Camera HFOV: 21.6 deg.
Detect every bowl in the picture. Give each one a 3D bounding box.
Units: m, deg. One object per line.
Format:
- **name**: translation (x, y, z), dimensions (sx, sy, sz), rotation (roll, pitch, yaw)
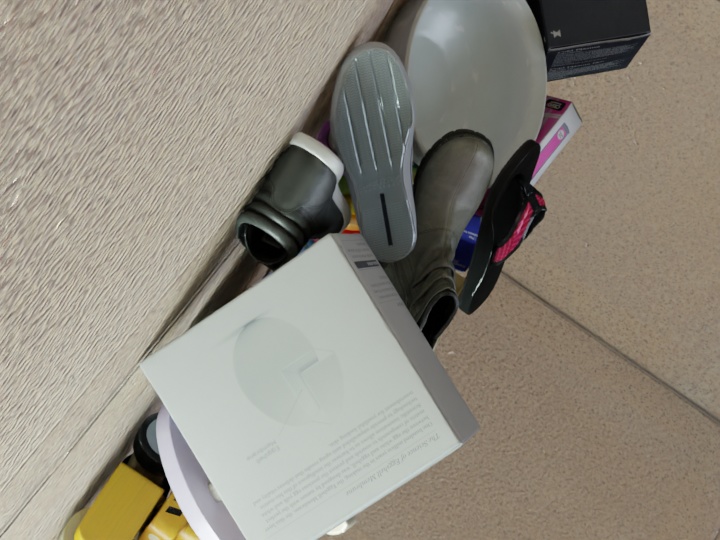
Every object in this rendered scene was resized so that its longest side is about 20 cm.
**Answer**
- **bowl**: translation (0.078, -0.177, 1.748), dimensions (0.090, 0.202, 0.202), rotation (4, -132, 43)

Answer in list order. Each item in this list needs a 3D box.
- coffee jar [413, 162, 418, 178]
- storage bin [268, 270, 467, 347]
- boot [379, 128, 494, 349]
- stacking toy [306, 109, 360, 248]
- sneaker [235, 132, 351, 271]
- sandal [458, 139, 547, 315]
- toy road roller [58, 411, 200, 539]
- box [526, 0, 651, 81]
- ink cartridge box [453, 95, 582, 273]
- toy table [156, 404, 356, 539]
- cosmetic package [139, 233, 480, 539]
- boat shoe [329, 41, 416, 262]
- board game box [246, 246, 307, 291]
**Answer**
- **coffee jar**: translation (0.062, -0.160, 1.970), dimensions (0.201, 0.104, 0.085), rotation (-57, 162, 3)
- **storage bin**: translation (0.008, 0.023, 2.140), dimensions (0.094, 0.199, 0.199), rotation (-58, 177, 22)
- **boot**: translation (0.073, -0.013, 1.660), dimensions (0.131, 0.067, 0.201), rotation (-101, -149, -51)
- **stacking toy**: translation (-0.005, -0.098, 1.712), dimensions (0.115, 0.110, 0.201), rotation (-24, 145, -13)
- **sneaker**: translation (-0.062, -0.042, 1.607), dimensions (0.100, 0.070, 0.200), rotation (-54, 171, -12)
- **sandal**: translation (0.139, -0.036, 1.730), dimensions (0.075, 0.045, 0.201), rotation (-37, 150, -44)
- **toy road roller**: translation (-0.191, 0.249, 1.799), dimensions (0.200, 0.145, 0.123), rotation (-54, 178, -37)
- **box**: translation (0.211, -0.303, 1.861), dimensions (0.182, 0.103, 0.202), rotation (63, 18, -87)
- **ink cartridge box**: translation (0.120, -0.091, 1.810), dimensions (0.201, 0.094, 0.037), rotation (-53, 133, -17)
- **toy table**: translation (-0.091, 0.182, 1.748), dimensions (0.117, 0.201, 0.184), rotation (-34, -174, 30)
- **cosmetic package**: translation (-0.039, 0.106, 1.569), dimensions (0.198, 0.201, 0.123), rotation (-33, 174, 10)
- **boat shoe**: translation (0.009, -0.107, 1.621), dimensions (0.067, 0.073, 0.202), rotation (-105, -169, -62)
- **board game box**: translation (-0.101, 0.048, 1.811), dimensions (0.151, 0.037, 0.200), rotation (-38, 176, -6)
